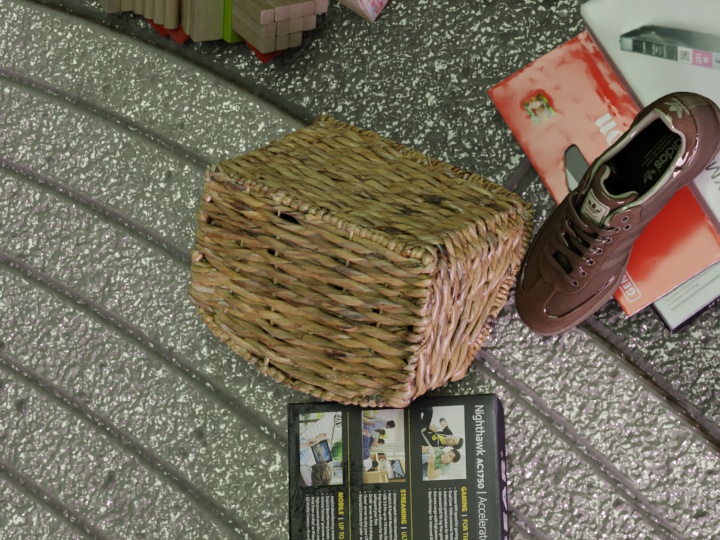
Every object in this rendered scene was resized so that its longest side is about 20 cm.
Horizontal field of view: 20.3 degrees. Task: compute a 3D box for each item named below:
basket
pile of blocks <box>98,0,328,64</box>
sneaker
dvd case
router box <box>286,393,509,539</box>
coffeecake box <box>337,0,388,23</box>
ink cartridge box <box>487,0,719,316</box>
[{"bbox_3d":[0.000,0.000,1.391,0.199,0.149,0.144,23,119,27],"label":"basket"},{"bbox_3d":[-0.115,-0.199,1.492,0.199,0.082,0.063,22,125,25],"label":"pile of blocks"},{"bbox_3d":[0.158,-0.041,1.334,0.070,0.075,0.201,45,111,24],"label":"sneaker"},{"bbox_3d":[0.219,-0.079,1.400,0.150,0.025,0.201,-35,73,1],"label":"dvd case"},{"bbox_3d":[0.026,0.188,1.360,0.148,0.051,0.202,-3,76,9],"label":"router box"},{"bbox_3d":[0.000,-0.311,1.479,0.153,0.073,0.201,34,86,17],"label":"coffeecake box"},{"bbox_3d":[0.205,-0.098,1.374,0.173,0.044,0.201,-31,72,1],"label":"ink cartridge box"}]
